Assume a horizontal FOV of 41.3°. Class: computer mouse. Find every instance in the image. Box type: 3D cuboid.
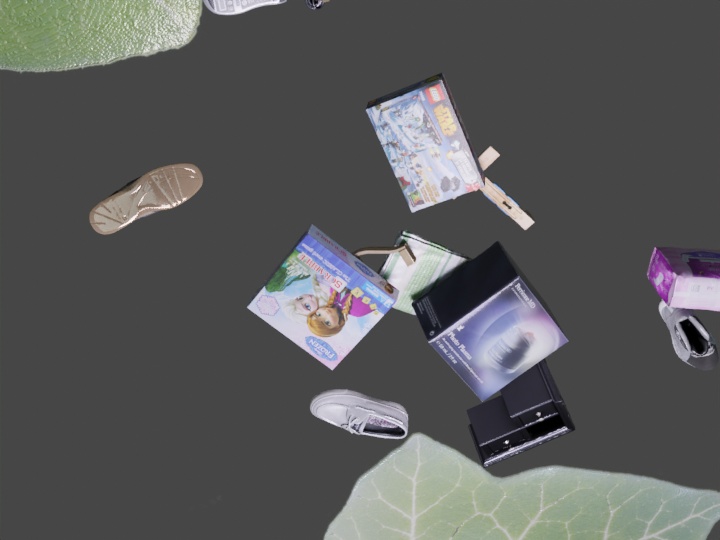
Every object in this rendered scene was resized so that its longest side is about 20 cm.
[{"bbox_3d":[-0.145,-0.441,1.450,0.197,0.044,0.111,-10,124,-6],"label":"computer mouse"}]

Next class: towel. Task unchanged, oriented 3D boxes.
[{"bbox_3d":[0.128,0.018,1.742,0.198,0.031,0.150,20,118,-18],"label":"towel"}]

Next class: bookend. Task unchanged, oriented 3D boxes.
[{"bbox_3d":[0.289,0.272,1.806,0.197,0.093,0.200,-24,150,8],"label":"bookend"}]

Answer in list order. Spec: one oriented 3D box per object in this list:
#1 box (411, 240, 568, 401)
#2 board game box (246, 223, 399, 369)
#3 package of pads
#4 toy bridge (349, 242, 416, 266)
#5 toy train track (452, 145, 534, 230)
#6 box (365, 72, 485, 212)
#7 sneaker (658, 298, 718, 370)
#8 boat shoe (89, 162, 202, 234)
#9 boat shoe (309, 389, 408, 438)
[{"bbox_3d":[0.233,0.093,1.715,0.198,0.124,0.200,-37,125,10],"label":"box"},{"bbox_3d":[-0.068,0.051,1.695,0.199,0.041,0.200,36,119,-10],"label":"board game box"},{"bbox_3d":[0.634,0.017,1.730,0.197,0.121,0.077,3,119,-8],"label":"package of pads"},{"bbox_3d":[0.000,0.000,1.698,0.198,0.027,0.068,-28,104,23],"label":"toy bridge"},{"bbox_3d":[0.222,-0.147,1.644,0.199,0.033,0.115,40,119,-14],"label":"toy train track"},{"bbox_3d":[0.110,-0.209,1.582,0.135,0.040,0.202,-17,116,18],"label":"box"},{"bbox_3d":[0.632,0.143,1.802,0.075,0.116,0.200,-34,116,14],"label":"sneaker"},{"bbox_3d":[-0.360,-0.125,1.593,0.198,0.065,0.073,-30,111,-10],"label":"boat shoe"},{"bbox_3d":[-0.001,0.287,1.853,0.198,0.069,0.073,18,116,-15],"label":"boat shoe"}]
